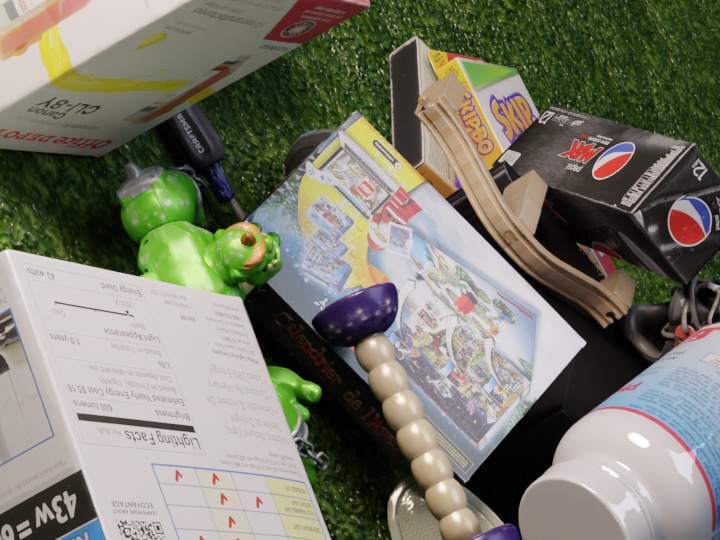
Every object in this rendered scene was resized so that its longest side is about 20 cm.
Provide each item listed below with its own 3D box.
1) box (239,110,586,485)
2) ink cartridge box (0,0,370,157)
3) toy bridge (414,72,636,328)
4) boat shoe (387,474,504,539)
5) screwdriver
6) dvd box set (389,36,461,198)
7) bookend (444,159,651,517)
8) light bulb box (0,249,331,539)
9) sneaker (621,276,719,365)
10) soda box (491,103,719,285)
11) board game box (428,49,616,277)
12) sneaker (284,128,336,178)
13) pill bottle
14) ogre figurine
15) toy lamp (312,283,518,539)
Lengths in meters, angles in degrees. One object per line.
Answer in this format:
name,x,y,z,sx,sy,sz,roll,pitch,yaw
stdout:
box,0.022,0.020,1.687,0.200,0.038,0.137,45,55,-1
ink cartridge box,-0.119,-0.140,1.529,0.145,0.200,0.084,3,64,-61
toy bridge,0.101,-0.038,1.815,0.200,0.027,0.067,47,31,-17
boat shoe,0.080,0.208,1.688,0.200,0.072,0.068,52,-12,2
screwdriver,-0.072,-0.027,1.697,0.029,0.028,0.200,-25,85,-34
dvd box set,0.095,-0.059,2.033,0.200,0.029,0.147,41,30,-32
bookend,0.107,0.068,1.842,0.199,0.092,0.200,49,28,-17
light bulb box,-0.120,0.115,1.328,0.198,0.125,0.200,13,51,-58
sneaker,0.236,0.041,1.808,0.082,0.200,0.077,32,65,-24
soda box,0.168,-0.052,1.858,0.071,0.063,0.200,49,-10,-24
board game box,0.116,-0.073,2.024,0.095,0.030,0.200,3,56,-60
sneaker,0.000,0.000,1.743,0.082,0.073,0.200,5,57,-58
pill bottle,0.186,0.117,1.715,0.200,0.109,0.109,-32,90,-43
ogre figurine,-0.082,0.021,1.552,0.120,0.098,0.201,46,37,-66
toy lamp,0.039,0.107,1.592,0.058,0.058,0.200,-2,66,-62
